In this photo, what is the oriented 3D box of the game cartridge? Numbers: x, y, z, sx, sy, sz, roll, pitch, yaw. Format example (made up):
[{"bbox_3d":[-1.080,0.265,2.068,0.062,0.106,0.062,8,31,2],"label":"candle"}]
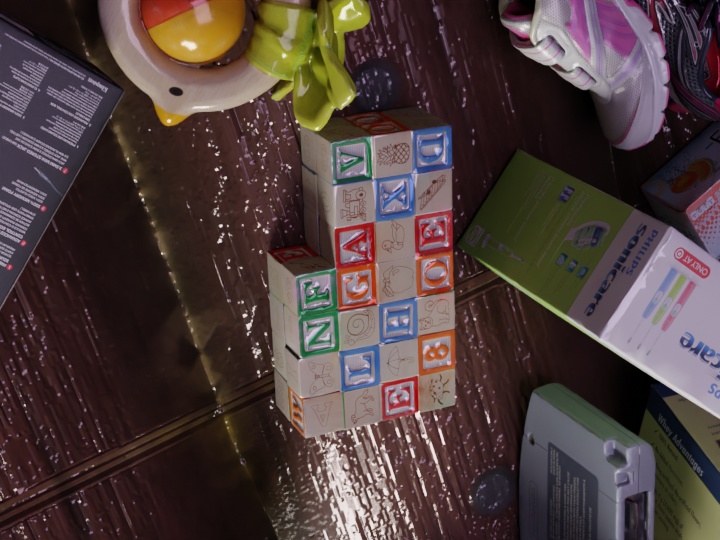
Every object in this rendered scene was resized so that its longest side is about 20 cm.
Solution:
[{"bbox_3d":[0.163,0.191,1.180,0.041,0.133,0.202,-10,113,-20],"label":"game cartridge"}]

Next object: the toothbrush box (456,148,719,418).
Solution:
[{"bbox_3d":[0.178,0.010,1.085,0.145,0.200,0.086,32,94,-29],"label":"toothbrush box"}]

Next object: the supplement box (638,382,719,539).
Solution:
[{"bbox_3d":[0.297,0.209,1.184,0.133,0.200,0.201,-9,129,-21],"label":"supplement box"}]

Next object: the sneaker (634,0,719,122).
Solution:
[{"bbox_3d":[0.223,-0.193,1.105,0.080,0.075,0.201,-36,118,-9],"label":"sneaker"}]

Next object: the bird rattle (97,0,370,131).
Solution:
[{"bbox_3d":[-0.081,-0.172,0.965,0.162,0.113,0.201,-25,115,4],"label":"bird rattle"}]

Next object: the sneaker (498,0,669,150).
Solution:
[{"bbox_3d":[0.138,-0.165,1.079,0.088,0.081,0.201,-29,109,-11],"label":"sneaker"}]

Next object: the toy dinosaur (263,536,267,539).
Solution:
[{"bbox_3d":[-0.121,0.265,1.125,0.102,0.077,0.201,33,88,-42],"label":"toy dinosaur"}]

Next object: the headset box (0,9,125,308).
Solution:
[{"bbox_3d":[-0.254,-0.061,0.935,0.148,0.075,0.201,28,95,-29],"label":"headset box"}]

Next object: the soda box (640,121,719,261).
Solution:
[{"bbox_3d":[0.306,-0.093,1.185,0.200,0.064,0.069,-40,119,-6],"label":"soda box"}]

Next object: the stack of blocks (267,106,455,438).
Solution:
[{"bbox_3d":[0.000,0.000,1.081,0.114,0.059,0.202,-10,112,-21],"label":"stack of blocks"}]
